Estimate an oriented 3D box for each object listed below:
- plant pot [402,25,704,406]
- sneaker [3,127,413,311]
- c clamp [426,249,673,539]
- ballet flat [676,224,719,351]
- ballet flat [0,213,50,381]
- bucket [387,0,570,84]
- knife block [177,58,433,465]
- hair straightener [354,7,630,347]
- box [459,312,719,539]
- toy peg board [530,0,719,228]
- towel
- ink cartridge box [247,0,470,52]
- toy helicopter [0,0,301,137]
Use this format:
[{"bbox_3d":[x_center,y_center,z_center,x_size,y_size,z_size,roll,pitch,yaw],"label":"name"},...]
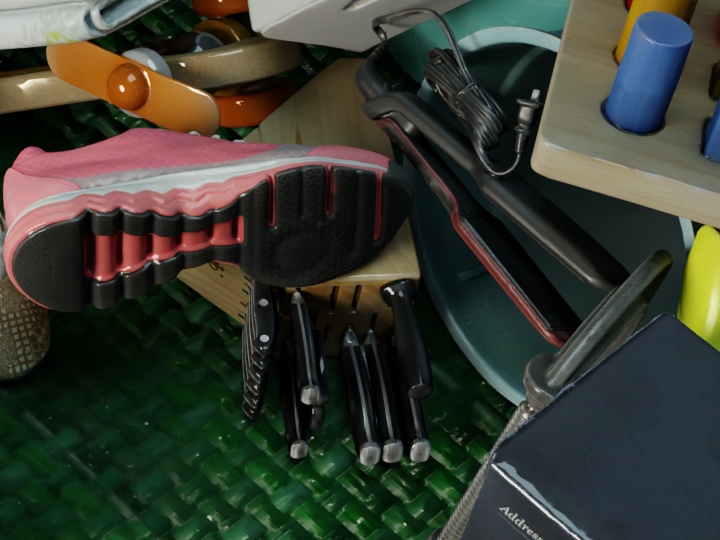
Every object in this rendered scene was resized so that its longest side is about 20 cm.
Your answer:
[{"bbox_3d":[0.159,-0.044,1.010,0.196,0.200,0.200,-19,56,-35],"label":"plant pot"},{"bbox_3d":[-0.074,-0.042,0.944,0.200,0.074,0.087,-6,44,-19],"label":"sneaker"},{"bbox_3d":[0.071,0.081,0.879,0.027,0.200,0.171,39,38,14],"label":"c clamp"},{"bbox_3d":[0.169,0.078,0.873,0.067,0.200,0.067,-27,20,-4],"label":"ballet flat"},{"bbox_3d":[-0.215,-0.032,0.993,0.070,0.065,0.200,-24,59,-26],"label":"ballet flat"},{"bbox_3d":[0.103,-0.191,1.147,0.207,0.135,0.207,6,49,-7],"label":"bucket"},{"bbox_3d":[0.000,0.000,1.012,0.175,0.064,0.200,34,51,16],"label":"knife block"},{"bbox_3d":[0.064,-0.059,0.943,0.041,0.077,0.200,5,41,-48],"label":"hair straightener"},{"bbox_3d":[0.138,0.163,0.814,0.200,0.197,0.124,40,54,21],"label":"box"},{"bbox_3d":[0.193,-0.108,0.859,0.200,0.098,0.199,16,41,3],"label":"toy peg board"},{"bbox_3d":[-0.155,-0.164,1.058,0.200,0.048,0.171,1,24,39],"label":"towel"},{"bbox_3d":[0.007,-0.226,0.994,0.083,0.145,0.200,5,72,-44],"label":"ink cartridge box"},{"bbox_3d":[-0.130,-0.098,1.044,0.200,0.079,0.132,-8,16,6],"label":"toy helicopter"}]
